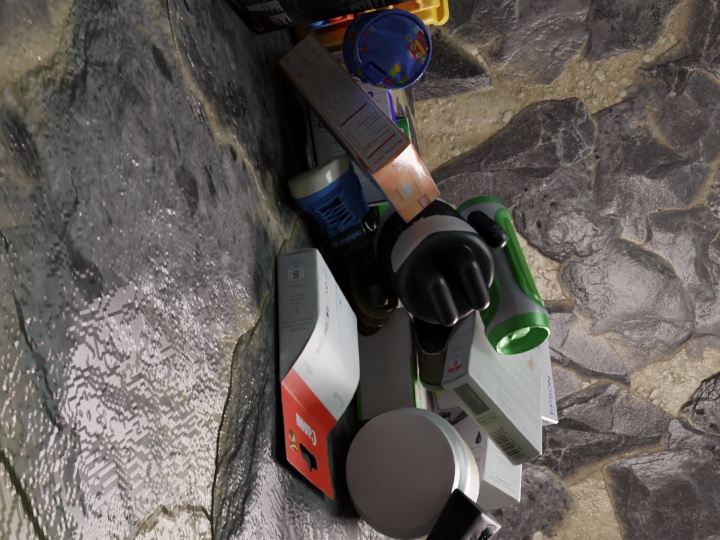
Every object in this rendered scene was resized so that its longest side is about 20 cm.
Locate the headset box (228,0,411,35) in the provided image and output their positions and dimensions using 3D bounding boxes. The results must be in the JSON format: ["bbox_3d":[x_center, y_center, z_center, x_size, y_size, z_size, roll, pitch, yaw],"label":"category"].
[{"bbox_3d":[-0.032,-0.300,0.715,0.149,0.197,0.078,19,61,-78],"label":"headset box"}]

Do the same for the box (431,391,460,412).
[{"bbox_3d":[0.126,0.100,1.168,0.201,0.059,0.118,-90,165,-56],"label":"box"}]

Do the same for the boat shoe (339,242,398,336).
[{"bbox_3d":[0.000,0.000,1.041,0.202,0.071,0.068,-100,-153,-44],"label":"boat shoe"}]

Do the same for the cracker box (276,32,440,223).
[{"bbox_3d":[-0.001,-0.162,0.881,0.201,0.057,0.134,53,3,26],"label":"cracker box"}]

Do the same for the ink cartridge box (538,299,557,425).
[{"bbox_3d":[0.222,0.112,1.121,0.199,0.043,0.199,27,55,-49],"label":"ink cartridge box"}]

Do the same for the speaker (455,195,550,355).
[{"bbox_3d":[0.178,0.004,0.999,0.089,0.087,0.202,65,10,-57],"label":"speaker"}]

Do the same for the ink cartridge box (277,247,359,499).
[{"bbox_3d":[-0.035,0.104,0.758,0.161,0.047,0.203,65,17,-59],"label":"ink cartridge box"}]

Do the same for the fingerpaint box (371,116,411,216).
[{"bbox_3d":[0.034,-0.125,1.161,0.167,0.072,0.203,-136,-147,-72],"label":"fingerpaint box"}]

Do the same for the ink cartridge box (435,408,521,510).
[{"bbox_3d":[0.167,0.250,1.156,0.083,0.145,0.202,33,48,-25],"label":"ink cartridge box"}]

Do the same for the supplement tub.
[{"bbox_3d":[0.063,0.242,0.912,0.200,0.143,0.147,55,27,-67],"label":"supplement tub"}]

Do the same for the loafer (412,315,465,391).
[{"bbox_3d":[0.108,0.066,1.044,0.202,0.074,0.070,-88,168,-46],"label":"loafer"}]

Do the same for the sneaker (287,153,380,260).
[{"bbox_3d":[-0.023,-0.067,0.881,0.200,0.076,0.113,-70,137,-83],"label":"sneaker"}]

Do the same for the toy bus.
[{"bbox_3d":[-0.001,-0.350,0.977,0.192,0.197,0.138,-45,123,-68],"label":"toy bus"}]

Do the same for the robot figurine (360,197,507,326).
[{"bbox_3d":[0.088,-0.013,0.933,0.200,0.148,0.126,-120,-137,-61],"label":"robot figurine"}]

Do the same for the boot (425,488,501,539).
[{"bbox_3d":[0.077,0.339,0.821,0.201,0.065,0.165,-57,157,-12],"label":"boot"}]

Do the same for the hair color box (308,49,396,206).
[{"bbox_3d":[-0.007,-0.185,1.014,0.065,0.108,0.203,-17,98,-80],"label":"hair color box"}]

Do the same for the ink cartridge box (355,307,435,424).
[{"bbox_3d":[0.051,0.157,1.096,0.200,0.083,0.148,60,24,-64],"label":"ink cartridge box"}]

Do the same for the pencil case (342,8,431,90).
[{"bbox_3d":[0.022,-0.242,0.847,0.078,0.087,0.200,33,11,-14],"label":"pencil case"}]

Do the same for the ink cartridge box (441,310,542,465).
[{"bbox_3d":[0.178,0.127,1.018,0.162,0.050,0.201,48,29,-20],"label":"ink cartridge box"}]
